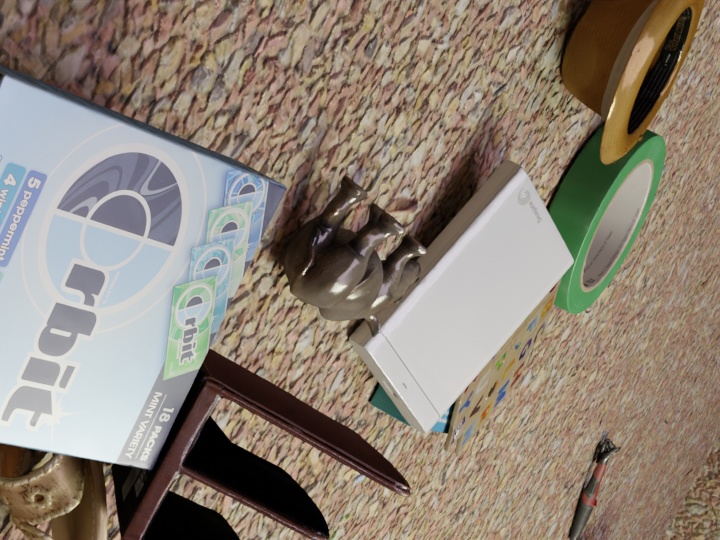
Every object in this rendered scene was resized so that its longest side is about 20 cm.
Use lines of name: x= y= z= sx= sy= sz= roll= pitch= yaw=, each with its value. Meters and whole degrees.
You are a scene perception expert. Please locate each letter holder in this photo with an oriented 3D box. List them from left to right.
letter holder: x=-0.061 y=0.125 z=1.047 sx=0.101 sy=0.142 sz=0.200 roll=-62 pitch=-170 yaw=-1

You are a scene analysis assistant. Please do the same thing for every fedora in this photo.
fedora: x=0.230 y=-0.189 z=1.543 sx=0.201 sy=0.082 sz=0.201 roll=-55 pitch=163 yaw=-25

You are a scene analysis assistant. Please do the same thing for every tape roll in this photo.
tape roll: x=0.240 y=-0.055 z=1.779 sx=0.200 sy=0.048 sz=0.201 roll=-49 pitch=155 yaw=-32

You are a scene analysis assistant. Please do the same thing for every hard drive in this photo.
hard drive: x=0.087 y=0.023 z=1.456 sx=0.200 sy=0.027 sz=0.132 roll=-49 pitch=136 yaw=-14

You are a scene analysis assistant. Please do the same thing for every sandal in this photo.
sandal: x=-0.180 y=0.095 z=0.984 sx=0.069 sy=0.078 sz=0.212 roll=-2 pitch=115 yaw=-31

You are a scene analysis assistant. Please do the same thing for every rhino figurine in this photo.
rhino figurine: x=0.000 y=0.000 z=1.265 sx=0.087 sy=0.060 sz=0.200 roll=-48 pitch=161 yaw=1

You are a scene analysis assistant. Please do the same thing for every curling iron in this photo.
curling iron: x=0.325 y=0.313 z=2.463 sx=0.050 sy=0.026 sz=0.200 roll=-34 pitch=146 yaw=-46

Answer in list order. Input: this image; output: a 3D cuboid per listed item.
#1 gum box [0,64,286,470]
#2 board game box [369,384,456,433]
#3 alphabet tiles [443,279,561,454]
gum box: x=-0.147 y=0.003 z=0.867 sx=0.200 sy=0.045 sz=0.170 roll=19 pitch=98 yaw=-50
board game box: x=0.095 y=0.045 z=1.565 sx=0.200 sy=0.047 sz=0.151 roll=-63 pitch=160 yaw=2
alphabet tiles: x=0.134 y=0.075 z=1.620 sx=0.200 sy=0.006 sz=0.167 roll=-45 pitch=155 yaw=-44
